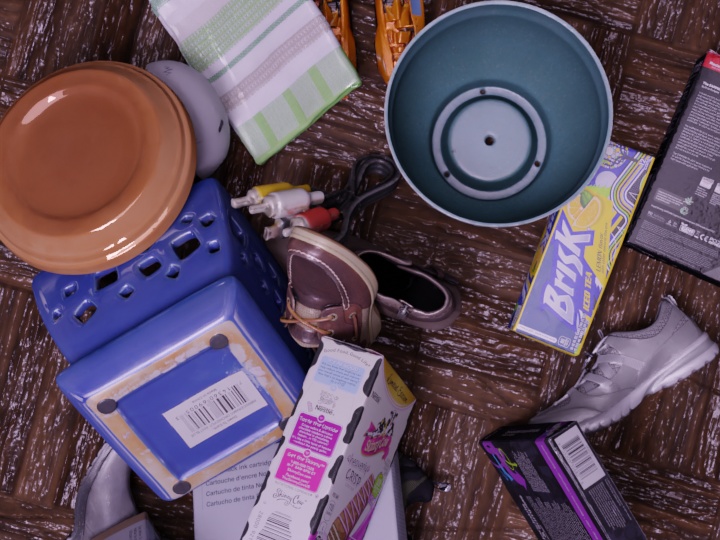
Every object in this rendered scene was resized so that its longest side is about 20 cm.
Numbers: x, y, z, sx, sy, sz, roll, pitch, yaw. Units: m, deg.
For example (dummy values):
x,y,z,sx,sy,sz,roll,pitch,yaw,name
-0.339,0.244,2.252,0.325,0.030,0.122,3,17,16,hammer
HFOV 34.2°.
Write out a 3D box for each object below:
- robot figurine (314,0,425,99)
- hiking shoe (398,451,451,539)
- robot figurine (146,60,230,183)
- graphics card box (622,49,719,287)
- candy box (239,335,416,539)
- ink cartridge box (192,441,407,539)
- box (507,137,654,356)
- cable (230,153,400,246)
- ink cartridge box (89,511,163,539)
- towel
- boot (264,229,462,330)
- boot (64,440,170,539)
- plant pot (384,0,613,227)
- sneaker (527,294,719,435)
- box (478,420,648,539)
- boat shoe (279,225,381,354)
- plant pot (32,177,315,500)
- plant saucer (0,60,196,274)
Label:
x,y,z,sx,sy,sz,roll,pitch,yaw,name
0.002,-0.268,1.131,0.144,0.058,0.201,-6,90,2,robot figurine
0.003,0.266,1.116,0.100,0.076,0.200,32,90,7,hiking shoe
-0.221,-0.116,1.108,0.199,0.125,0.151,-25,92,2,robot figurine
0.345,-0.093,1.121,0.125,0.051,0.201,22,89,2,graphics card box
-0.025,0.173,0.990,0.061,0.136,0.201,16,74,21,candy box
-0.060,0.204,1.087,0.199,0.041,0.201,-12,65,12,ink cartridge box
0.209,-0.024,1.119,0.070,0.064,0.201,21,91,2,box
-0.017,-0.067,1.067,0.097,0.200,0.051,33,133,30,cable
-0.175,0.325,1.019,0.075,0.200,0.165,-29,104,-5,ink cartridge box
-0.104,-0.220,1.114,0.149,0.031,0.200,-36,84,31,towel
0.000,0.000,1.084,0.199,0.146,0.071,18,86,2,boot
-0.214,0.251,1.137,0.131,0.070,0.201,21,102,-1,boot
0.122,-0.131,1.085,0.199,0.134,0.201,0,84,2,plant pot
0.238,0.099,1.121,0.199,0.075,0.082,-30,79,-8,sneaker
0.182,0.205,1.051,0.036,0.200,0.143,-30,89,-15,box
-0.030,0.035,0.997,0.072,0.200,0.072,23,69,17,boat shoe
-0.152,0.071,1.034,0.199,0.180,0.200,-29,126,3,plant pot
-0.242,-0.096,1.017,0.199,0.037,0.201,-4,71,11,plant saucer
